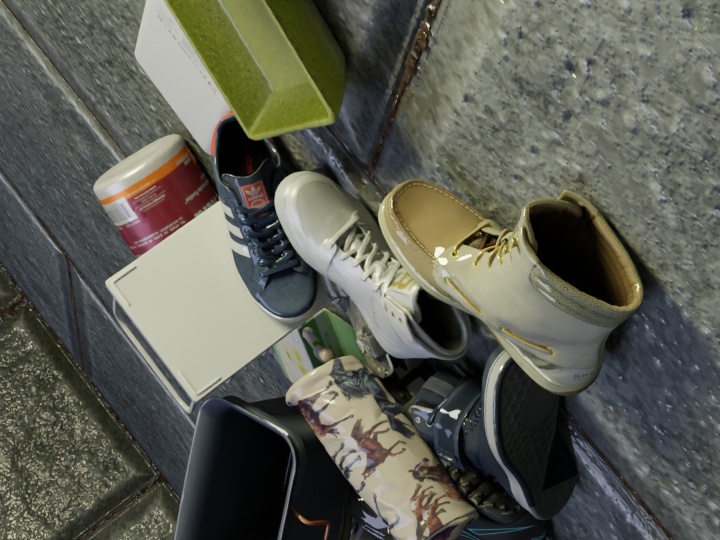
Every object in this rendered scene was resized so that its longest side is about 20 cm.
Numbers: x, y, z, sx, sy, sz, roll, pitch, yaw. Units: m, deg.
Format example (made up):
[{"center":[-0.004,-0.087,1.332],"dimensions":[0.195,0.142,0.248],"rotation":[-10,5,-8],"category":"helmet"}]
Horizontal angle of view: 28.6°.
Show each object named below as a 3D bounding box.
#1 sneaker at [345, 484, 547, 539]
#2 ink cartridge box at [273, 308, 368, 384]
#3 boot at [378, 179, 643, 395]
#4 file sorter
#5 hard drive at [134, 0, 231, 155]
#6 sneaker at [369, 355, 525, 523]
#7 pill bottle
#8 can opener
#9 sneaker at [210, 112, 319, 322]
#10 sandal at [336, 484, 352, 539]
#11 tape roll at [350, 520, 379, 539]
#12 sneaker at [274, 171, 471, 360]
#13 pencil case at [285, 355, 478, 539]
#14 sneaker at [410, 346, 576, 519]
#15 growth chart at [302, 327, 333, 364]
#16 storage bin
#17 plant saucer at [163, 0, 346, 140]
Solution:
[{"center":[0.083,0.221,1.340],"dimensions":[0.199,0.076,0.080],"rotation":[10,133,13],"category":"sneaker"},{"center":[-0.033,0.100,1.513],"dimensions":[0.200,0.048,0.146],"rotation":[38,155,45],"category":"ink cartridge box"},{"center":[0.099,-0.015,0.955],"dimensions":[0.200,0.072,0.155],"rotation":[44,160,14],"category":"boot"},{"center":[-0.124,0.023,1.360],"dimensions":[0.139,0.200,0.125],"rotation":[52,163,6],"category":"file sorter"},{"center":[-0.159,-0.195,1.330],"dimensions":[0.132,0.026,0.200],"rotation":[53,162,2],"category":"hard drive"},{"center":[0.085,0.157,1.306],"dimensions":[0.200,0.066,0.091],"rotation":[47,166,23],"category":"sneaker"},{"center":[-0.196,-0.038,1.556],"dimensions":[0.201,0.114,0.114],"rotation":[59,161,-16],"category":"pill bottle"},{"center":[0.000,0.000,1.268],"dimensions":[0.053,0.067,0.201],"rotation":[-4,107,70],"category":"can opener"},{"center":[-0.091,-0.051,1.273],"dimensions":[0.085,0.075,0.201],"rotation":[102,146,-76],"category":"sneaker"},{"center":[-0.047,0.212,1.470],"dimensions":[0.080,0.057,0.202],"rotation":[126,137,-70],"category":"sandal"},{"center":[0.037,0.336,1.456],"dimensions":[0.139,0.204,0.203],"rotation":[24,160,-1],"category":"tape roll"},{"center":[0.018,-0.006,1.178],"dimensions":[0.200,0.074,0.115],"rotation":[49,162,-18],"category":"sneaker"},{"center":[0.015,0.166,1.260],"dimensions":[0.200,0.078,0.090],"rotation":[52,130,16],"category":"pencil case"},{"center":[0.097,0.109,1.165],"dimensions":[0.146,0.077,0.203],"rotation":[35,155,38],"category":"sneaker"},{"center":[0.009,0.133,1.407],"dimensions":[0.200,0.018,0.145],"rotation":[49,178,-19],"category":"growth chart"},{"center":[-0.074,0.217,1.357],"dimensions":[0.145,0.134,0.201],"rotation":[24,112,32],"category":"storage bin"},{"center":[-0.089,-0.205,1.111],"dimensions":[0.201,0.048,0.200],"rotation":[58,161,-14],"category":"plant saucer"}]
